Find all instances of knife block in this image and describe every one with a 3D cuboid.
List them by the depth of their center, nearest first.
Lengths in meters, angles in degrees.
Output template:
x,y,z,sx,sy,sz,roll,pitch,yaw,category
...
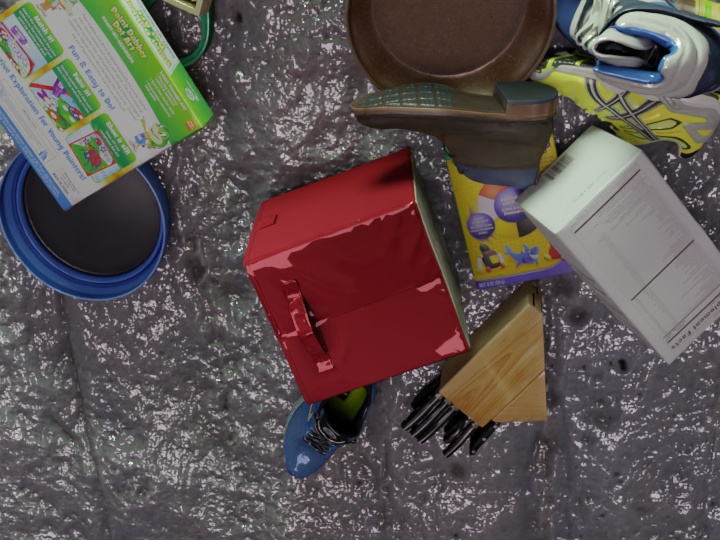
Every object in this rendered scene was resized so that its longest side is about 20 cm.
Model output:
x,y,z,sx,sy,sz,roll,pitch,yaw,category
0.126,0.117,1.133,0.173,0.064,0.203,-3,116,10,knife block

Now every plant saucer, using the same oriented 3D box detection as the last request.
x,y,z,sx,sy,sz,roll,pitch,yaw,category
0.084,-0.244,0.935,0.197,0.037,0.202,0,129,0,plant saucer

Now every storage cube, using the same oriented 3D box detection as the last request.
x,y,z,sx,sy,sz,roll,pitch,yaw,category
0.000,0.000,1.027,0.177,0.201,0.173,-19,112,10,storage cube

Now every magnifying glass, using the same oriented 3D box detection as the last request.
x,y,z,sx,sy,sz,roll,pitch,yaw,category
-0.165,-0.295,1.001,0.079,0.022,0.201,31,114,-2,magnifying glass

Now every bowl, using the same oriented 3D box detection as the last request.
x,y,z,sx,sy,sz,roll,pitch,yaw,category
-0.312,-0.063,1.129,0.197,0.039,0.203,4,116,7,bowl

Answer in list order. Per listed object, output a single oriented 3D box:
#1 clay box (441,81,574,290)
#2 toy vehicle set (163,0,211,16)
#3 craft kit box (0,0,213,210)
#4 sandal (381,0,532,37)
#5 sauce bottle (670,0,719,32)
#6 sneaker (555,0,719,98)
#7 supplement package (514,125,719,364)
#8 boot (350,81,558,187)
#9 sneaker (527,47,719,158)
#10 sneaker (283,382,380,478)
x,y,z,sx,sy,sz,roll,pitch,yaw,category
0.155,-0.086,1.038,0.113,0.048,0.202,-11,115,13,clay box
-0.178,-0.365,0.951,0.123,0.027,0.202,24,115,6,toy vehicle set
-0.284,-0.192,1.014,0.196,0.049,0.201,-24,110,23,craft kit box
0.092,-0.274,0.964,0.197,0.043,0.077,-4,125,6,sandal
0.379,-0.207,0.935,0.197,0.065,0.065,14,118,1,sauce bottle
0.223,-0.213,0.867,0.199,0.145,0.081,37,119,31,sneaker
0.268,-0.025,0.985,0.114,0.110,0.200,-43,113,5,supplement package
0.089,-0.125,0.956,0.197,0.075,0.098,-1,120,0,boot
0.256,-0.163,0.970,0.197,0.076,0.077,17,117,2,sneaker
-0.040,0.176,1.175,0.078,0.089,0.201,29,117,-5,sneaker
